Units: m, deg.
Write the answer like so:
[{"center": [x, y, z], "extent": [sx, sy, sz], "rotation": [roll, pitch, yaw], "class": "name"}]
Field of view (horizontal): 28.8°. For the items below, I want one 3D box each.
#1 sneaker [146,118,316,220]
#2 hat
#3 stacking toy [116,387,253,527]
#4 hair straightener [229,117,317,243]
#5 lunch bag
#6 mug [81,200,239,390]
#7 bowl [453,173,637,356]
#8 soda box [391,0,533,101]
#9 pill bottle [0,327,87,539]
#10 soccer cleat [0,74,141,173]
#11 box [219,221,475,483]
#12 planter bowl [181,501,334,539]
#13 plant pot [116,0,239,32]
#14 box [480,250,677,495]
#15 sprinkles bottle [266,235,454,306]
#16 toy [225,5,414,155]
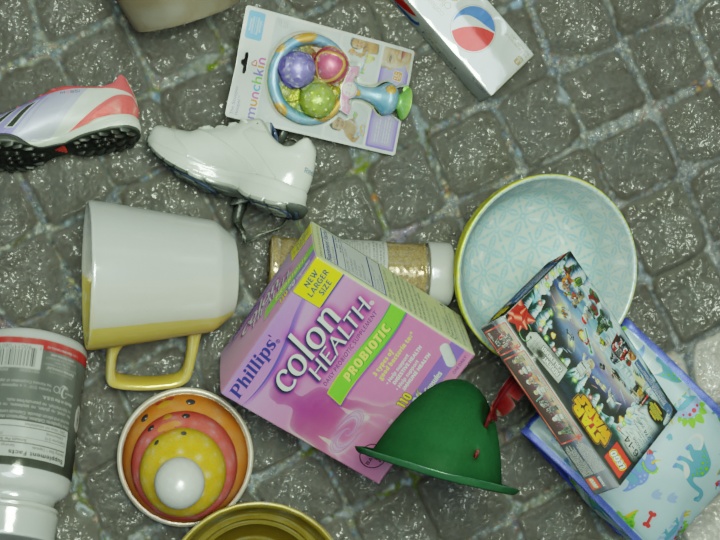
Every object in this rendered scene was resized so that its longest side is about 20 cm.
[{"center": [-0.130, -0.118, 1.452], "extent": [0.198, 0.075, 0.088], "rotation": [19, 82, 19], "class": "sneaker"}, {"center": [0.099, 0.113, 1.366], "extent": [0.164, 0.200, 0.179], "rotation": [14, 84, 19], "class": "hat"}, {"center": [-0.175, 0.199, 1.404], "extent": [0.144, 0.200, 0.149], "rotation": [0, 91, -8], "class": "stacking toy"}, {"center": [-0.083, -0.122, 1.489], "extent": [0.076, 0.041, 0.203], "rotation": [19, 83, -8], "class": "hair straightener"}, {"center": [0.290, 0.176, 1.500], "extent": [0.200, 0.127, 0.170], "rotation": [44, 85, -16], "class": "lunch bag"}, {"center": [-0.209, 0.016, 1.448], "extent": [0.151, 0.187, 0.151], "rotation": [0, 55, -16], "class": "mug"}, {"center": [0.182, -0.004, 1.488], "extent": [0.197, 0.108, 0.203], "rotation": [-1, 96, -13], "class": "bowl"}, {"center": [0.093, -0.279, 1.501], "extent": [0.068, 0.064, 0.200], "rotation": [-42, 96, -5], "class": "soda box"}, {"center": [-0.340, 0.169, 1.397], "extent": [0.112, 0.114, 0.203], "rotation": [6, 70, -7], "class": "pill bottle"}, {"center": [-0.329, -0.153, 1.456], "extent": [0.197, 0.068, 0.074], "rotation": [-10, 68, -3], "class": "soccer cleat"}, {"center": [-0.016, 0.085, 1.433], "extent": [0.199, 0.097, 0.177], "rotation": [32, 106, -16], "class": "box"}, {"center": [-0.110, 0.337, 1.472], "extent": [0.197, 0.083, 0.204], "rotation": [0, 91, -7], "class": "planter bowl"}, {"center": [-0.197, -0.343, 1.415], "extent": [0.197, 0.200, 0.176], "rotation": [-19, 109, -6], "class": "plant pot"}, {"center": [0.219, 0.099, 1.383], "extent": [0.137, 0.040, 0.201], "rotation": [-39, 96, -42], "class": "box"}, {"center": [0.000, 0.000, 1.490], "extent": [0.197, 0.068, 0.069], "rotation": [3, 90, -7], "class": "sprinkles bottle"}, {"center": [-0.033, -0.197, 1.464], "extent": [0.198, 0.047, 0.117], "rotation": [11, 91, -27], "class": "toy"}]
